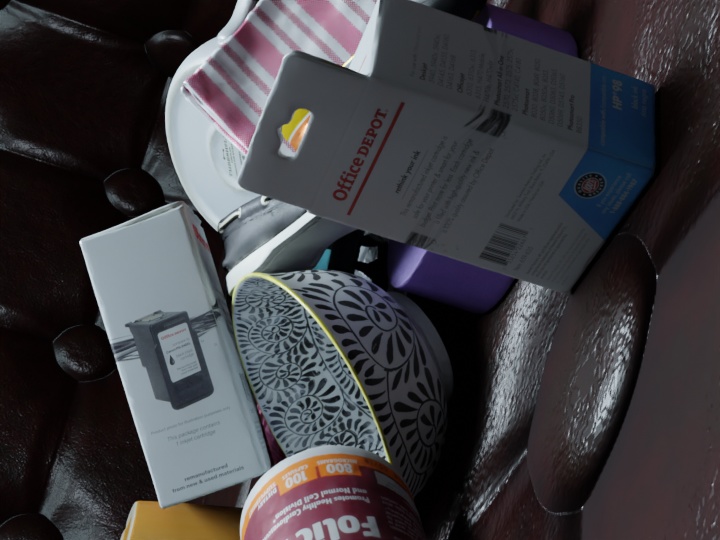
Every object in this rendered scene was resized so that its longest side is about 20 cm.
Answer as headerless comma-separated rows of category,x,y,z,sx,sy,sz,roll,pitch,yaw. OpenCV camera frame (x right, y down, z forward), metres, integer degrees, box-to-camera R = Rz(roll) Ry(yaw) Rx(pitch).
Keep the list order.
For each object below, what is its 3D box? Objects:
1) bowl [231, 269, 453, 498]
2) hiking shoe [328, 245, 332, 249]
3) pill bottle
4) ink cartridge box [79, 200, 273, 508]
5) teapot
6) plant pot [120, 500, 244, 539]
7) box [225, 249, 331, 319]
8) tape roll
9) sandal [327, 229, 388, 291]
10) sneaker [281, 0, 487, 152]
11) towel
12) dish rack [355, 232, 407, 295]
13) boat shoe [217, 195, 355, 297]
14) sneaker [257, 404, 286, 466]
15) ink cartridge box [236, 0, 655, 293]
bowl,0.002,0.074,1.019,0.201,0.093,0.202,45,150,35
hiking shoe,-0.034,-0.063,1.418,0.200,0.086,0.075,-32,-39,-67
pill bottle,-0.005,0.200,0.843,0.201,0.113,0.115,-111,38,-61
ink cartridge box,-0.132,0.064,1.102,0.145,0.082,0.202,97,155,-85
teapot,-0.057,-0.123,1.234,0.146,0.198,0.200,-33,-14,-40
plant pot,-0.104,0.263,1.139,0.200,0.181,0.203,-163,90,-81
box,-0.072,0.057,1.249,0.201,0.081,0.050,97,-179,-52
tape roll,0.080,-0.076,1.014,0.200,0.065,0.203,-163,90,-82
sandal,0.000,0.001,1.138,0.200,0.047,0.076,78,-156,-89
sneaker,0.031,-0.119,1.016,0.200,0.091,0.070,-39,-10,38
towel,-0.022,-0.162,1.109,0.200,0.146,0.030,-48,-14,1
dish rack,0.007,0.048,1.295,0.201,0.043,0.173,117,165,-48
boat shoe,-0.027,-0.049,1.008,0.199,0.073,0.061,-36,66,40
sneaker,-0.059,0.131,1.216,0.088,0.198,0.082,16,-87,-60
ink cartridge box,0.045,-0.072,0.795,0.116,0.198,0.067,119,165,-50
